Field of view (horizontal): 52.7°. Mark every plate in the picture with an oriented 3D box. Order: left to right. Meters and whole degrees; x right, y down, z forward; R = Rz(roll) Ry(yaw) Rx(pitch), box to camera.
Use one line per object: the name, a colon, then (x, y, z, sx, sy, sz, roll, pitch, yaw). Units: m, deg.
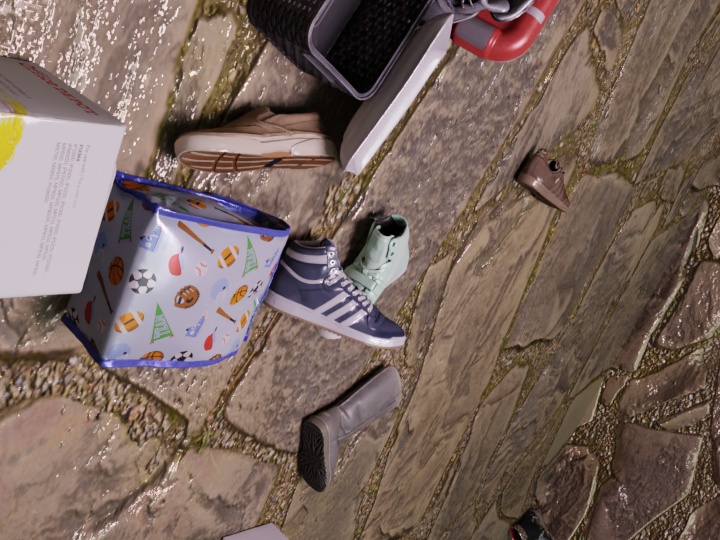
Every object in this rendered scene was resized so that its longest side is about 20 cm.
plate: (0.037, -0.204, 0.862, 0.200, 0.032, 0.200, -55, 180, 7)

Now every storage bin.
storage bin: (-0.003, -0.297, 0.744, 0.200, 0.094, 0.135, -58, 148, 1)

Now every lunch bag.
lunch bag: (-0.179, 0.006, 0.755, 0.200, 0.124, 0.170, 9, 110, -48)

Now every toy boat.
toy boat: (0.181, -0.363, 0.877, 0.200, 0.130, 0.131, -59, 169, 3)

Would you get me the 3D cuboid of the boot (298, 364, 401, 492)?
boot: (-0.015, 0.275, 1.277, 0.200, 0.072, 0.182, -32, 143, -44)

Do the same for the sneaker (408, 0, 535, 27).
sneaker: (0.125, -0.308, 0.790, 0.076, 0.200, 0.114, 57, 38, -25)

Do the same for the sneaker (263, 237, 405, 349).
sneaker: (-0.019, 0.026, 0.953, 0.070, 0.199, 0.109, -122, -127, -77)

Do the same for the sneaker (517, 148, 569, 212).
sneaker: (0.363, -0.166, 1.373, 0.200, 0.070, 0.076, 18, 102, -58)

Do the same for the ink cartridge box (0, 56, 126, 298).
ink cartridge box: (-0.297, -0.072, 0.501, 0.200, 0.145, 0.145, -4, 122, -51)

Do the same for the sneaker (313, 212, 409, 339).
sneaker: (0.000, 0.000, 1.028, 0.200, 0.074, 0.118, -47, 155, -32)

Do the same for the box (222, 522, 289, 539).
box: (-0.201, 0.549, 1.234, 0.124, 0.097, 0.200, 8, 112, -55)

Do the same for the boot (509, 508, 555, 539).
boot: (0.650, 1.018, 2.729, 0.153, 0.204, 0.073, -16, 166, -41)

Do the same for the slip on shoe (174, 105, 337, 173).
slip on shoe: (-0.110, -0.143, 0.775, 0.200, 0.076, 0.061, -8, 86, -40)
